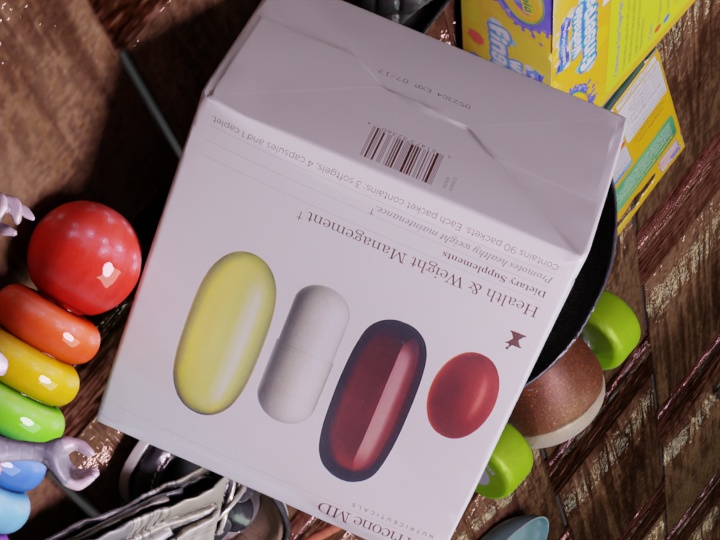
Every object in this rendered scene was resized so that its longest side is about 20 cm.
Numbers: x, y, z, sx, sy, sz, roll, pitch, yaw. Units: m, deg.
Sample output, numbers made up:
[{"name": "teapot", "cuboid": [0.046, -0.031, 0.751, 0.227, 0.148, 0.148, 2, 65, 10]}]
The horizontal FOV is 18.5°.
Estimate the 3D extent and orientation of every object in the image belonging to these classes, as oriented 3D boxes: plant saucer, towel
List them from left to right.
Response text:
[{"name": "towel", "cuboid": [-0.163, 0.211, 1.274, 0.192, 0.035, 0.200, -22, 145, -28]}, {"name": "plant saucer", "cuboid": [0.108, 0.308, 2.098, 0.200, 0.027, 0.200, -45, 157, -25]}]

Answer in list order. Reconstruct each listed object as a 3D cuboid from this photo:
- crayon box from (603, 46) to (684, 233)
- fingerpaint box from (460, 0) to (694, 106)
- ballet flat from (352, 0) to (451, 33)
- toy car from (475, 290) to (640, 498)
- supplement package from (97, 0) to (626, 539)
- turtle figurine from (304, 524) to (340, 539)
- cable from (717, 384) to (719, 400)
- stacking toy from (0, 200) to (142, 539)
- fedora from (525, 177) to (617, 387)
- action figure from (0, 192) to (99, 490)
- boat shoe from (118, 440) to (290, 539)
[{"name": "crayon box", "cuboid": [0.166, -0.086, 1.577, 0.126, 0.052, 0.200, -53, 159, -5]}, {"name": "fingerpaint box", "cuboid": [0.135, -0.187, 1.317, 0.167, 0.073, 0.200, -48, 158, -19]}, {"name": "ballet flat", "cuboid": [0.013, -0.112, 1.183, 0.066, 0.057, 0.200, -28, 152, -58]}, {"name": "toy car", "cuboid": [0.072, 0.019, 1.479, 0.164, 0.158, 0.200, -46, 130, -31]}, {"name": "supplement package", "cuboid": [0.000, 0.000, 1.093, 0.147, 0.191, 0.200, -64, 176, -56]}, {"name": "turtle figurine", "cuboid": [-0.035, 0.272, 1.672, 0.200, 0.064, 0.161, -56, 160, 4]}, {"name": "cable", "cuboid": [0.470, 0.128, 2.578, 0.097, 0.050, 0.200, -58, 161, 5]}, {"name": "stacking toy", "cuboid": [-0.168, 0.057, 1.039, 0.200, 0.085, 0.085, -61, 160, 0]}, {"name": "fedora", "cuboid": [0.046, -0.026, 1.240, 0.201, 0.200, 0.092, -52, 147, -6]}, {"name": "action figure", "cuboid": [-0.194, 0.047, 0.918, 0.148, 0.134, 0.200, -15, -177, -4]}, {"name": "boat shoe", "cuboid": [-0.090, 0.138, 1.346, 0.074, 0.060, 0.200, -50, 159, -10]}]
